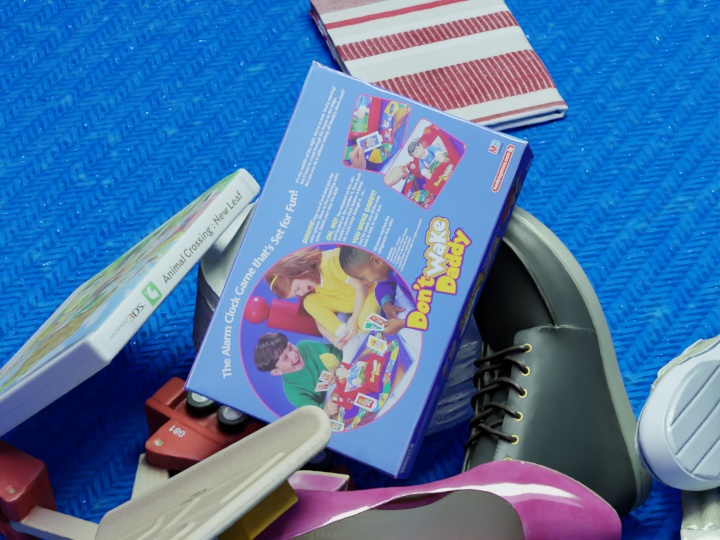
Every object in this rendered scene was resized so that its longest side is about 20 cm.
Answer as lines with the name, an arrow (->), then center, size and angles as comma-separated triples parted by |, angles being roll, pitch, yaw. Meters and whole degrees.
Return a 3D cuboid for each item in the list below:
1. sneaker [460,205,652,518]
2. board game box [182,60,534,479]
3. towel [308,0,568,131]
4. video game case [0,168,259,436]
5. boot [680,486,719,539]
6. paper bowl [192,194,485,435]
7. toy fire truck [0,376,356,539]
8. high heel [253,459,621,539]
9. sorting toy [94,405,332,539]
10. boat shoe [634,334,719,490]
sneaker -> 0.089, 0.064, 1.254 | 0.106, 0.201, 0.075 | -24, -1, -36
board game box -> 0.000, 0.000, 1.240 | 0.134, 0.045, 0.201 | 22, 88, 11
towel -> 0.054, -0.162, 1.632 | 0.143, 0.023, 0.201 | -14, 44, -12
video game case -> -0.165, 0.031, 1.330 | 0.200, 0.022, 0.182 | -32, 14, 44
boot -> 0.250, 0.184, 1.188 | 0.153, 0.073, 0.201 | -1, 35, 3
paper bowl -> -0.002, 0.008, 1.353 | 0.199, 0.105, 0.201 | 5, 30, -3
toy fire truck -> -0.117, 0.134, 1.300 | 0.199, 0.049, 0.141 | 26, 51, 29
high heel -> 0.035, 0.142, 1.154 | 0.198, 0.068, 0.096 | 8, 21, 12
sorting toy -> -0.116, 0.155, 1.110 | 0.184, 0.037, 0.200 | -30, 7, 32
boat shoe -> 0.201, 0.083, 1.284 | 0.062, 0.072, 0.200 | -23, 3, 33
